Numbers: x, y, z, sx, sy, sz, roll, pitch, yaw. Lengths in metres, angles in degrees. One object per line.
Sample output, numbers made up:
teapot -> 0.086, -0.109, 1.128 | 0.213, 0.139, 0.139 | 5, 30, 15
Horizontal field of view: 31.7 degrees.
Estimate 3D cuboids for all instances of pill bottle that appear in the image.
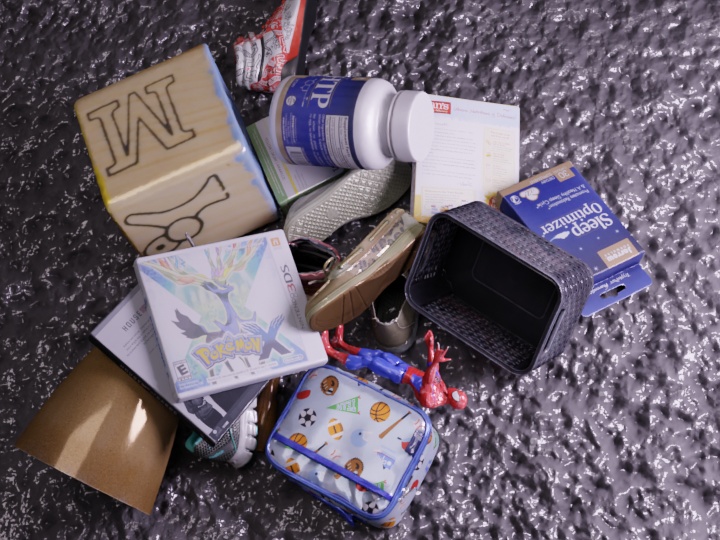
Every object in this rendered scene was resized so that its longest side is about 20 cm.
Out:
pill bottle -> -0.009, -0.194, 1.665 | 0.197, 0.120, 0.121 | 6, 65, 24

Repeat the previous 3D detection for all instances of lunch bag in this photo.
lunch bag -> -0.009, 0.219, 1.551 | 0.198, 0.076, 0.161 | 25, 74, 24

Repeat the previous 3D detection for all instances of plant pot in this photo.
plant pot -> -0.297, 0.170, 1.567 | 0.185, 0.187, 0.202 | 21, 75, 22

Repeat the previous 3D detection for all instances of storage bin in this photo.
storage bin -> 0.169, 0.019, 1.560 | 0.199, 0.093, 0.137 | 33, 119, 26

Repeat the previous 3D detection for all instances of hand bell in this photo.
hand bell -> -0.111, 0.132, 1.625 | 0.103, 0.104, 0.203 | 6, 78, 16

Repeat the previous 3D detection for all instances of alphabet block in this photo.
alphabet block -> -0.247, -0.148, 1.724 | 0.198, 0.196, 0.198 | -23, 59, -1

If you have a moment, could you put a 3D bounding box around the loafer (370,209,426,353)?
loafer -> 0.051, 0.004, 1.645 | 0.074, 0.070, 0.203 | -2, 63, 12

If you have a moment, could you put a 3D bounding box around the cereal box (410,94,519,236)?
cereal box -> 0.140, -0.136, 1.690 | 0.142, 0.040, 0.202 | 8, 63, -5

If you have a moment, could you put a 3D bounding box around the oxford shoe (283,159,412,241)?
oxford shoe -> -0.022, -0.098, 1.720 | 0.199, 0.076, 0.058 | -31, 25, -5

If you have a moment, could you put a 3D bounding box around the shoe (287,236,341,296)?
shoe -> -0.108, -0.009, 1.674 | 0.197, 0.091, 0.072 | 12, 62, 18

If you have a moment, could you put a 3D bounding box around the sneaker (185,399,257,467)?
sneaker -> -0.177, 0.143, 1.582 | 0.090, 0.077, 0.203 | 6, 78, -31

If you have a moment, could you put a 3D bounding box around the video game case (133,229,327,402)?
video game case -> -0.157, 0.051, 1.544 | 0.198, 0.022, 0.184 | -12, 71, -24

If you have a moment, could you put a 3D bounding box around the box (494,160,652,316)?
box -> 0.275, -0.044, 1.616 | 0.120, 0.033, 0.201 | -23, 62, -23

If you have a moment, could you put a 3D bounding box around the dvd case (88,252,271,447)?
dvd case -> -0.206, 0.094, 1.533 | 0.199, 0.025, 0.151 | 40, 59, 2

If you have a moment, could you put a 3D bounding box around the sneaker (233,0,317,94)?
sneaker -> -0.128, -0.353, 1.869 | 0.106, 0.067, 0.204 | 4, 67, 12

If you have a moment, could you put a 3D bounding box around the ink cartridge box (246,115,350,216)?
ink cartridge box -> -0.044, -0.180, 1.775 | 0.198, 0.048, 0.147 | -27, 60, 2

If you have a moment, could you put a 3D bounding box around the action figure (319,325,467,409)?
action figure -> 0.051, 0.100, 1.550 | 0.198, 0.065, 0.100 | 28, 113, 20

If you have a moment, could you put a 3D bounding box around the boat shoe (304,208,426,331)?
boat shoe -> 0.000, 0.000, 1.580 | 0.199, 0.074, 0.063 | -37, 64, -23

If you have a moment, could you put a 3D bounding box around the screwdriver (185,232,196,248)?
screwdriver -> -0.199, 0.002, 1.630 | 0.029, 0.200, 0.028 | -8, 61, 13
